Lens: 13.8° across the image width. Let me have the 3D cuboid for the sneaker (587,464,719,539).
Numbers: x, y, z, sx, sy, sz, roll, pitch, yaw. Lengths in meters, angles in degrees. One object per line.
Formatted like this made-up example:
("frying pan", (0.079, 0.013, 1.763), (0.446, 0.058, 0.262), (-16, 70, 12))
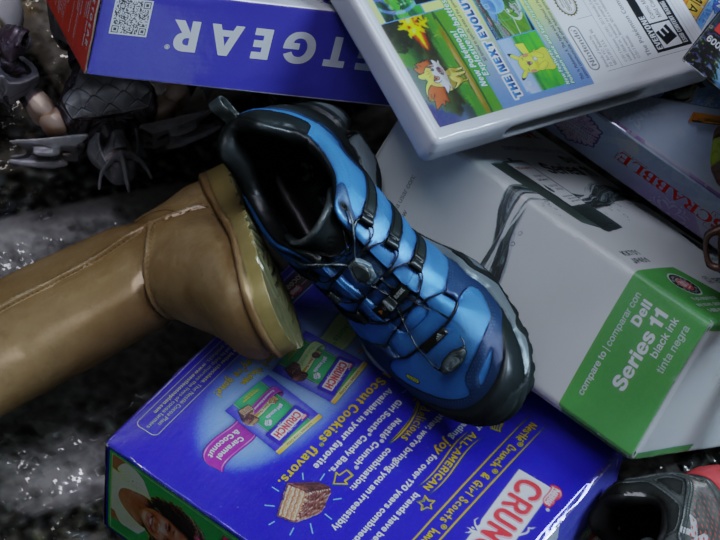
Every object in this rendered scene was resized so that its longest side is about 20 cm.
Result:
("sneaker", (0.162, 0.175, 1.402), (0.098, 0.071, 0.201), (11, 44, -31))

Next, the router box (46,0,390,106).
("router box", (-0.061, -0.148, 1.517), (0.199, 0.049, 0.180), (4, 26, -22))

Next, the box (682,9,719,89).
("box", (0.225, -0.081, 1.418), (0.136, 0.038, 0.200), (40, 14, 2))

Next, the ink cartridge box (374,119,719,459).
("ink cartridge box", (0.105, 0.004, 1.497), (0.200, 0.083, 0.146), (35, 16, 22))

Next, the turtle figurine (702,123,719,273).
("turtle figurine", (0.193, -0.018, 1.407), (0.064, 0.161, 0.201), (-19, 85, 3))

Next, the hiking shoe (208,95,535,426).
("hiking shoe", (0.000, 0.000, 1.422), (0.200, 0.074, 0.087), (48, 21, 20))

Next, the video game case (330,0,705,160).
("video game case", (0.060, -0.160, 1.481), (0.182, 0.022, 0.201), (-17, 68, -32))

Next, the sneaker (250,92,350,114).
("sneaker", (-0.058, -0.122, 1.639), (0.114, 0.076, 0.200), (2, 49, 1))

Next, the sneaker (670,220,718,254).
("sneaker", (0.227, -0.060, 1.604), (0.083, 0.072, 0.200), (26, 55, 18))

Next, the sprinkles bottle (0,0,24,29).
("sprinkles bottle", (-0.233, -0.073, 1.593), (0.068, 0.068, 0.201), (8, 52, 3))

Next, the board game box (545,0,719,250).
("board game box", (0.220, -0.099, 1.547), (0.199, 0.041, 0.200), (36, 61, 2))

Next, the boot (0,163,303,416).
("boot", (-0.134, 0.035, 1.456), (0.199, 0.066, 0.175), (-27, 21, 0))

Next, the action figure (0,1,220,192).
("action figure", (-0.145, -0.131, 1.605), (0.129, 0.069, 0.201), (-4, 66, -17))

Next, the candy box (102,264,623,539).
("candy box", (0.001, 0.106, 1.459), (0.200, 0.077, 0.169), (32, 56, 22))
